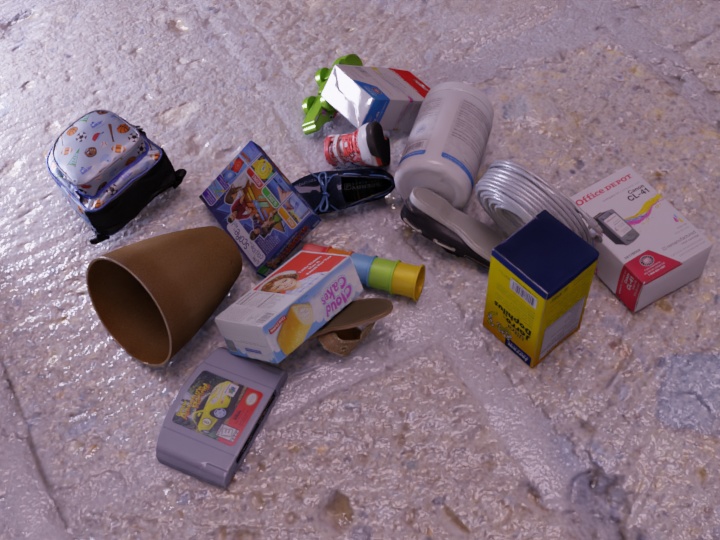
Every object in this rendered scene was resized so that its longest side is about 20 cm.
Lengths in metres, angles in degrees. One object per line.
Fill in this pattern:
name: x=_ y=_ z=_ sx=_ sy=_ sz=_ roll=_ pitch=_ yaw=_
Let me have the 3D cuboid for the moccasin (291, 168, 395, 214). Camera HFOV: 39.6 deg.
moccasin: x=-0.039 y=-0.139 z=1.670 sx=0.199 sy=0.081 sz=0.068 roll=-17 pitch=9 yaw=-8

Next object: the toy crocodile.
toy crocodile: x=-0.053 y=-0.325 z=1.836 sx=0.067 sy=0.062 sz=0.201 roll=-15 pitch=43 yaw=43

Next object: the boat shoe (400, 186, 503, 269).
boat shoe: x=0.154 y=-0.055 z=1.617 sx=0.200 sy=0.060 sz=0.074 roll=33 pitch=37 yaw=2

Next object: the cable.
cable: x=0.267 y=-0.087 z=1.557 sx=0.200 sy=0.200 sz=0.069 roll=42 pitch=83 yaw=-3

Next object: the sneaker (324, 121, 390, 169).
sneaker: x=-0.012 y=-0.204 z=1.672 sx=0.107 sy=0.201 sz=0.068 roll=-3 pitch=90 yaw=7

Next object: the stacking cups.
stacking cups: x=0.000 y=0.000 z=1.589 sx=0.199 sy=0.061 sz=0.061 roll=12 pitch=55 yaw=14

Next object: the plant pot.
plant pot: x=-0.283 y=0.018 z=1.535 sx=0.186 sy=0.187 sz=0.200 roll=32 pitch=46 yaw=24

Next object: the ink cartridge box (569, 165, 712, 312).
ink cartridge box: x=0.431 y=-0.052 z=1.587 sx=0.147 sy=0.086 sz=0.200 roll=-28 pitch=58 yaw=-16

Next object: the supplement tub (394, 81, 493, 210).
supplement tub: x=0.143 y=-0.206 z=1.688 sx=0.131 sy=0.132 sz=0.200 roll=13 pitch=55 yaw=13

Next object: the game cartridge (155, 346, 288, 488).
game cartridge: x=-0.208 y=0.207 z=1.460 sx=0.133 sy=0.041 sz=0.200 roll=16 pitch=56 yaw=19

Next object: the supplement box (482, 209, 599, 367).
supplement box: x=0.259 y=0.030 z=1.462 sx=0.109 sy=0.200 sz=0.109 roll=-36 pitch=60 yaw=-22

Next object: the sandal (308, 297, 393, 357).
sandal: x=-0.039 y=0.100 z=1.519 sx=0.211 sy=0.070 sz=0.078 roll=-13 pitch=23 yaw=17

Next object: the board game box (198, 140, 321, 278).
board game box: x=-0.169 y=-0.103 z=1.649 sx=0.135 sy=0.034 sz=0.200 roll=-45 pitch=58 yaw=10

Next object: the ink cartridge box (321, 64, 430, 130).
ink cartridge box: x=0.044 y=-0.306 z=1.776 sx=0.200 sy=0.067 sz=0.116 roll=-8 pitch=44 yaw=-46

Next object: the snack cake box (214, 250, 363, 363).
snack cake box: x=-0.106 y=0.051 z=1.505 sx=0.115 sy=0.067 sz=0.200 roll=5 pitch=35 yaw=46

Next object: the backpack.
backpack: x=-0.435 y=-0.176 z=1.687 sx=0.200 sy=0.154 sz=0.190 roll=-41 pitch=52 yaw=-20
